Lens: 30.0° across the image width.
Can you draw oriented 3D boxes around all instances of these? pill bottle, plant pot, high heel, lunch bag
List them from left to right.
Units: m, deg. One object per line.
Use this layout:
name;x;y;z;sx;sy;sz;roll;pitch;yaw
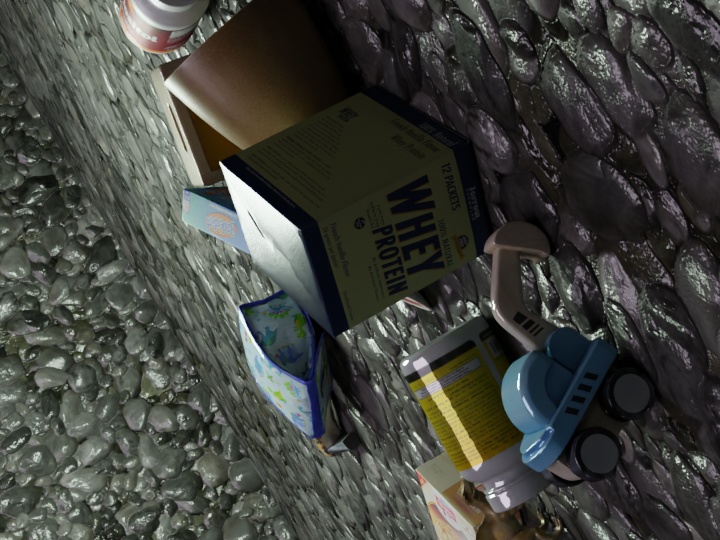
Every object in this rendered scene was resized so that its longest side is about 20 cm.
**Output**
pill bottle;-0.268;-0.376;1.848;0.114;0.112;0.200;62;163;-2
plant pot;-0.090;-0.199;1.537;0.200;0.186;0.186;49;165;-7
lunch bag;-0.112;0.158;2.228;0.171;0.126;0.201;83;163;-51
high heel;-0.090;0.249;2.393;0.201;0.071;0.142;53;158;-3
pill bottle;0.137;0.163;1.507;0.201;0.112;0.112;61;164;3

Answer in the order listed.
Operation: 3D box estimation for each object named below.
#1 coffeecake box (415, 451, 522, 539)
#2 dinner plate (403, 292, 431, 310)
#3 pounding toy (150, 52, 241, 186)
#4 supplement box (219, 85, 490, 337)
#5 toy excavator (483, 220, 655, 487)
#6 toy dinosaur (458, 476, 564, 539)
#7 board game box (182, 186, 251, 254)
coffeecake box;0.163;0.363;1.825;0.153;0.073;0.201;40;152;54
dinner plate;0.000;0.000;1.653;0.199;0.024;0.200;25;176;2
pounding toy;-0.135;-0.190;1.676;0.142;0.183;0.202;-168;56;-74
supplement box;-0.005;-0.068;1.402;0.200;0.199;0.135;39;152;51
toy excavator;0.173;0.078;1.256;0.199;0.195;0.100;33;164;-4
toy dinosaur;0.192;0.326;1.627;0.201;0.101;0.058;58;163;11
board game box;-0.101;-0.061;1.606;0.199;0.151;0.045;25;115;52
